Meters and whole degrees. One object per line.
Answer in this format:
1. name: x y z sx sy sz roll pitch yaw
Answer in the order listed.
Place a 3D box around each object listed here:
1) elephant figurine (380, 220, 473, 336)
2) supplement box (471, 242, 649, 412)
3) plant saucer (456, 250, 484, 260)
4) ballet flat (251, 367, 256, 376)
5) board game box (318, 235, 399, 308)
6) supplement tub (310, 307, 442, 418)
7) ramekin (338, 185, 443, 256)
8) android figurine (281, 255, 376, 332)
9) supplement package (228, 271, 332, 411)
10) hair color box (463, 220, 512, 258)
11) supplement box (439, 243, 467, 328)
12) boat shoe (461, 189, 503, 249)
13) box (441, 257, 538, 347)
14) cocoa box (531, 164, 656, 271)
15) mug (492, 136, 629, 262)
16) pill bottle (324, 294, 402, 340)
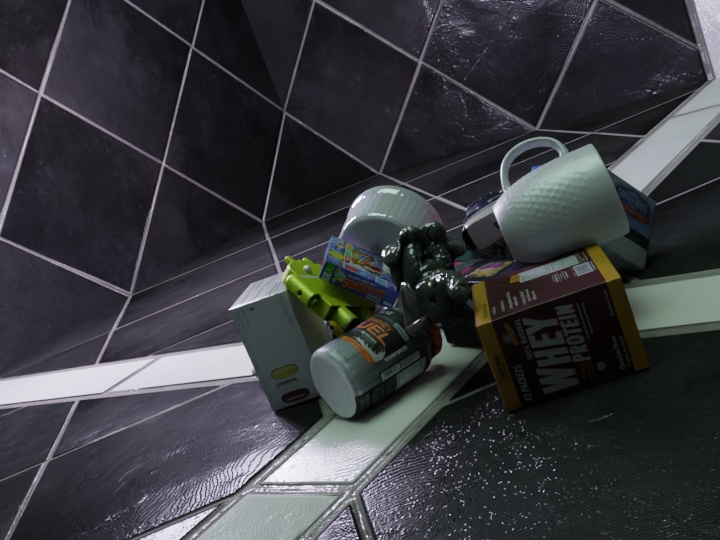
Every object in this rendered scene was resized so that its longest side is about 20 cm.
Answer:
1. elephant figurine: 0.111 0.035 1.400 0.141 0.155 0.201 -37 43 17
2. supplement box: 0.274 0.075 1.318 0.199 0.133 0.197 -19 13 10
3. plant saucer: 0.259 -0.068 1.754 0.200 0.019 0.070 -34 19 -37
4. ballet flat: -0.133 0.156 1.854 0.199 0.057 0.066 -28 13 -26
5. board game box: 0.000 0.000 1.630 0.135 0.035 0.200 24 13 -4
6. supplement tub: 0.029 0.139 1.493 0.199 0.123 0.122 -29 14 -31
7. ramekin: 0.054 -0.051 1.770 0.200 0.201 0.098 -14 27 30
8. android figurine: -0.054 0.037 1.591 0.182 0.041 0.200 6 30 -49
9. supplement package: -0.129 0.119 1.662 0.110 0.201 0.156 -20 13 13
10. hair color box: 0.290 -0.089 1.686 0.200 0.062 0.101 -31 38 -32
11. supplement box: 0.202 0.020 1.762 0.101 0.104 0.200 -15 12 28
12. boat shoe: 0.258 -0.116 1.561 0.199 0.075 0.093 -26 26 19
13. box: 0.221 0.052 1.535 0.106 0.123 0.200 -27 14 -28
14. cocoa box: 0.393 -0.091 1.609 0.199 0.132 0.133 25 -17 -34
15. mug: 0.291 -0.113 1.434 0.175 0.201 0.148 -23 -20 10
16. pill bottle: 0.032 0.092 1.710 0.114 0.115 0.199 -30 14 -35
